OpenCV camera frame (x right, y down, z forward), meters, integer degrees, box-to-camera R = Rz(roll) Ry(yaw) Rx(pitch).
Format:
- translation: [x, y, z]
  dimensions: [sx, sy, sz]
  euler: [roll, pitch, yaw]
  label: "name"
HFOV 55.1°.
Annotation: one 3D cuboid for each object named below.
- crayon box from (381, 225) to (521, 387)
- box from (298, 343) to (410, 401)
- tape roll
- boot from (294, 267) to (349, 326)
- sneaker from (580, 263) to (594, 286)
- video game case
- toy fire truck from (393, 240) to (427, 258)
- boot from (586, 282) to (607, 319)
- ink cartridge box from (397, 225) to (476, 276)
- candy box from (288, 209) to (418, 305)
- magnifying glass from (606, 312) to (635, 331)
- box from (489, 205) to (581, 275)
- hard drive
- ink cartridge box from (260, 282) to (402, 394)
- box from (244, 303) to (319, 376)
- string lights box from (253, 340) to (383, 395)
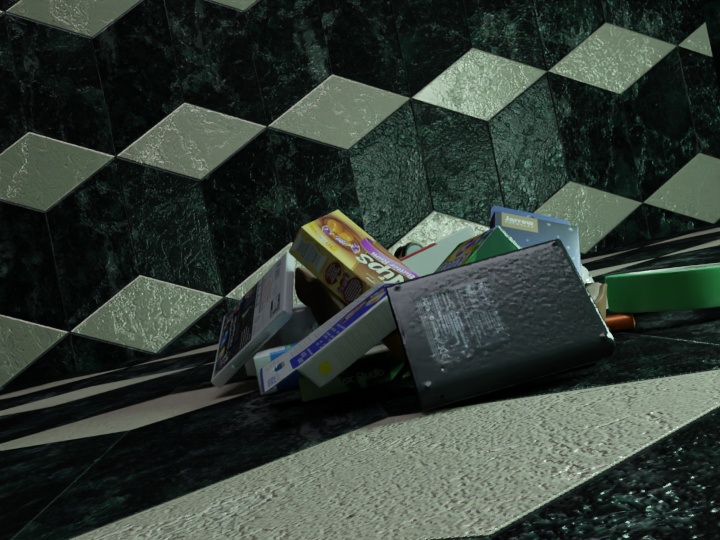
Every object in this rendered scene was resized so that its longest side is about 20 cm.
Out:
- translation: [0.095, 0.044, 0.818]
  dimensions: [0.201, 0.051, 0.126]
  euler: [-49, 5, -14]
  label: "crayon box"
- translation: [0.016, 0.128, 0.939]
  dimensions: [0.195, 0.037, 0.144]
  euler: [-15, 0, -2]
  label: "box"
- translation: [0.421, 0.020, 0.894]
  dimensions: [0.195, 0.049, 0.200]
  euler: [-6, -1, 0]
  label: "tape roll"
- translation: [-0.010, 0.037, 1.123]
  dimensions: [0.151, 0.074, 0.200]
  euler: [-5, 20, -23]
  label: "boot"
- translation: [0.312, 0.002, 1.102]
  dimensions: [0.097, 0.203, 0.076]
  euler: [5, -41, -9]
  label: "sneaker"
- translation: [-0.177, 0.078, 1.163]
  dimensions: [0.182, 0.023, 0.201]
  euler: [-44, 23, 17]
  label: "video game case"
- translation: [0.133, 0.061, 1.405]
  dimensions: [0.198, 0.178, 0.129]
  euler: [30, -7, -8]
  label: "toy fire truck"
- translation: [0.204, 0.058, 0.790]
  dimensions: [0.143, 0.072, 0.200]
  euler: [1, 15, 23]
  label: "boot"
- translation: [0.141, 0.000, 1.201]
  dimensions: [0.144, 0.084, 0.200]
  euler: [-25, -6, 4]
  label: "ink cartridge box"
- translation: [0.000, 0.000, 1.056]
  dimensions: [0.116, 0.199, 0.057]
  euler: [-30, -24, -56]
  label: "candy box"
- translation: [0.257, 0.083, 0.910]
  dimensions: [0.196, 0.023, 0.079]
  euler: [-15, -1, 24]
  label: "magnifying glass"
- translation: [0.228, -0.009, 0.906]
  dimensions: [0.118, 0.203, 0.033]
  euler: [10, -38, -1]
  label: "box"
- translation: [0.136, 0.050, 0.701]
  dimensions: [0.196, 0.141, 0.033]
  euler: [-15, -39, -1]
  label: "hard drive"
- translation: [-0.031, 0.088, 0.841]
  dimensions: [0.199, 0.047, 0.198]
  euler: [-39, 5, -7]
  label: "ink cartridge box"
- translation: [-0.113, 0.120, 1.237]
  dimensions: [0.150, 0.109, 0.199]
  euler: [-13, 1, -31]
  label: "box"
- translation: [-0.060, 0.133, 1.060]
  dimensions: [0.195, 0.060, 0.103]
  euler: [-13, 0, -4]
  label: "string lights box"
